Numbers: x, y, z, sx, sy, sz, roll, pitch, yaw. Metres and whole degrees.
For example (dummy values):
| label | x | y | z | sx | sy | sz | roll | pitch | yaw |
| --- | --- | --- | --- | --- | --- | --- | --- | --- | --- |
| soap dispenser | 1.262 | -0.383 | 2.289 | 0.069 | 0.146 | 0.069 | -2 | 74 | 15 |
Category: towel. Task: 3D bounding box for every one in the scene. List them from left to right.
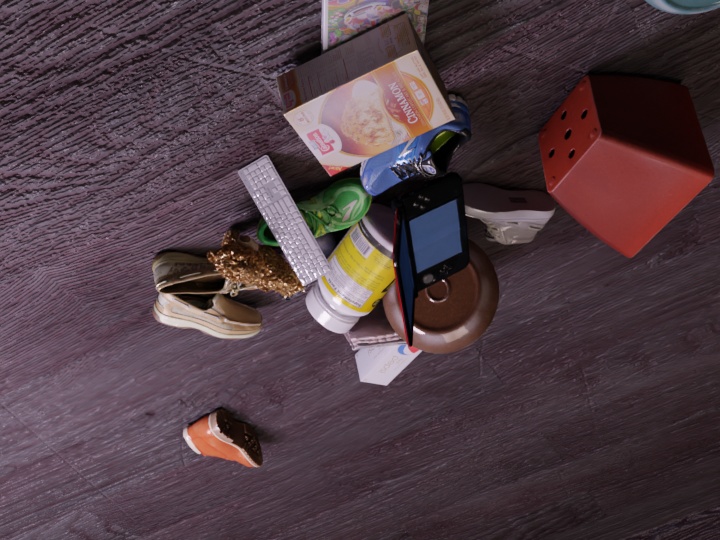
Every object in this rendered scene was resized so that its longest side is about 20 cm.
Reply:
| label | x | y | z | sx | sy | sz | roll | pitch | yaw |
| --- | --- | --- | --- | --- | --- | --- | --- | --- | --- |
| towel | 0.058 | 0.087 | 1.801 | 0.196 | 0.191 | 0.033 | -5 | 109 | -11 |

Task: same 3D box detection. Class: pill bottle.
| label | x | y | z | sx | sy | sz | roll | pitch | yaw |
| --- | --- | --- | --- | --- | --- | --- | --- | --- | --- |
| pill bottle | 0.000 | 0.000 | 1.676 | 0.113 | 0.115 | 0.201 | 17 | 124 | -36 |

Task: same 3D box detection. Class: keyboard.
| label | x | y | z | sx | sy | sz | roll | pitch | yaw |
| --- | --- | --- | --- | --- | --- | --- | --- | --- | --- |
| keyboard | -0.113 | -0.075 | 1.545 | 0.056 | 0.011 | 0.202 | -24 | 102 | 25 |

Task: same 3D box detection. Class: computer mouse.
| label | x | y | z | sx | sy | sz | roll | pitch | yaw |
| --- | --- | --- | --- | --- | --- | --- | --- | --- | --- |
| computer mouse | -0.091 | -0.003 | 1.740 | 0.058 | 0.034 | 0.201 | 4 | 142 | -25 |

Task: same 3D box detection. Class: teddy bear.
| label | x | y | z | sx | sy | sz | roll | pitch | yaw |
| --- | --- | --- | --- | --- | --- | --- | --- | --- | --- |
| teddy bear | -0.156 | -0.014 | 1.622 | 0.067 | 0.145 | 0.199 | -49 | 138 | 12 |

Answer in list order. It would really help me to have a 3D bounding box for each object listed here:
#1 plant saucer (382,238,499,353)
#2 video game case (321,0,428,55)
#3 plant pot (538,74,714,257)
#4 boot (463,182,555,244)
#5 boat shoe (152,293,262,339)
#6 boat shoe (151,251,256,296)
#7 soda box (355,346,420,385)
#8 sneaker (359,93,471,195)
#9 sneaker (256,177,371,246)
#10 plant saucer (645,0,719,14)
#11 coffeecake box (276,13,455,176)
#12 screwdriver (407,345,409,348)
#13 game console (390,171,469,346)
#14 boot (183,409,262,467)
| label | x | y | z | sx | sy | sz | roll | pitch | yaw |
| --- | --- | --- | --- | --- | --- | --- | --- | --- | --- |
| plant saucer | 0.130 | 0.034 | 1.685 | 0.197 | 0.204 | 0.037 | -19 | 168 | 8 |
| video game case | 0.017 | -0.307 | 1.373 | 0.140 | 0.018 | 0.202 | -8 | 145 | -9 |
| plant pot | 0.381 | -0.177 | 1.537 | 0.174 | 0.202 | 0.201 | 18 | 136 | -21 |
| boot | 0.226 | -0.084 | 1.698 | 0.196 | 0.074 | 0.096 | 4 | 135 | -25 |
| boat shoe | -0.253 | 0.066 | 1.756 | 0.197 | 0.072 | 0.077 | 9 | 128 | -28 |
| boat shoe | -0.246 | 0.016 | 1.688 | 0.196 | 0.064 | 0.074 | 2 | 142 | -22 |
| soda box | 0.071 | 0.141 | 1.966 | 0.067 | 0.064 | 0.200 | 12 | 137 | -31 |
| sneaker | 0.081 | -0.172 | 1.510 | 0.199 | 0.090 | 0.078 | -36 | 138 | 24 |
| sneaker | -0.071 | -0.080 | 1.585 | 0.197 | 0.084 | 0.075 | -23 | 101 | 13 |
| plant saucer | 0.436 | -0.390 | 1.257 | 0.196 | 0.028 | 0.202 | -9 | 145 | -6 |
| coffeecake box | 0.008 | -0.234 | 1.390 | 0.197 | 0.074 | 0.154 | -23 | 145 | 14 |
| screwdriver | 0.091 | 0.031 | 1.725 | 0.028 | 0.204 | 0.029 | 19 | 169 | -41 |
| game console | 0.110 | -0.016 | 1.546 | 0.170 | 0.119 | 0.202 | -25 | 137 | -13 |
| boot | -0.286 | 0.365 | 2.155 | 0.106 | 0.076 | 0.200 | -24 | 135 | 20 |
